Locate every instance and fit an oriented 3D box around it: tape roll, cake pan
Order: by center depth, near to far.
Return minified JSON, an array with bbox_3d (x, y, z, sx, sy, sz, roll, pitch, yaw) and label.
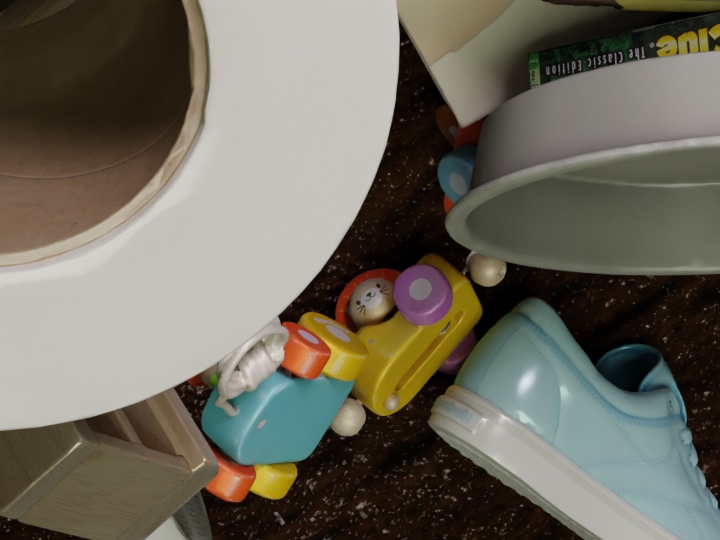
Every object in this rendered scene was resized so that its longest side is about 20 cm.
[{"bbox_3d":[-0.098,-0.079,0.650,0.201,0.139,0.204,-4,119,-8],"label":"tape roll"},{"bbox_3d":[0.128,-0.036,0.872,0.199,0.200,0.037,0,78,-11],"label":"cake pan"}]

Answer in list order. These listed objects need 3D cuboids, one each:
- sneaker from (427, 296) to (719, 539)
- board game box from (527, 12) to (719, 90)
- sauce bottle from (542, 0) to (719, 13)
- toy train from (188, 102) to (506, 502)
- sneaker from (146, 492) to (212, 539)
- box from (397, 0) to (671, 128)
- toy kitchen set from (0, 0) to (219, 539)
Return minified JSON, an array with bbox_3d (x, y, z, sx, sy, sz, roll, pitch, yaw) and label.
[{"bbox_3d":[0.119,0.079,1.050,0.200,0.074,0.082,36,85,-39],"label":"sneaker"},{"bbox_3d":[0.155,-0.059,0.916,0.104,0.024,0.199,-12,165,33],"label":"board game box"},{"bbox_3d":[0.094,-0.116,0.829,0.198,0.065,0.065,-1,120,-10],"label":"sauce bottle"},{"bbox_3d":[0.000,0.000,0.965,0.200,0.056,0.151,-35,149,-31],"label":"toy train"},{"bbox_3d":[-0.148,0.059,0.991,0.115,0.074,0.201,-29,112,9],"label":"sneaker"},{"bbox_3d":[0.098,-0.145,0.904,0.199,0.095,0.078,-30,120,5],"label":"box"},{"bbox_3d":[-0.047,-0.037,0.853,0.200,0.181,0.163,-41,152,13],"label":"toy kitchen set"}]
